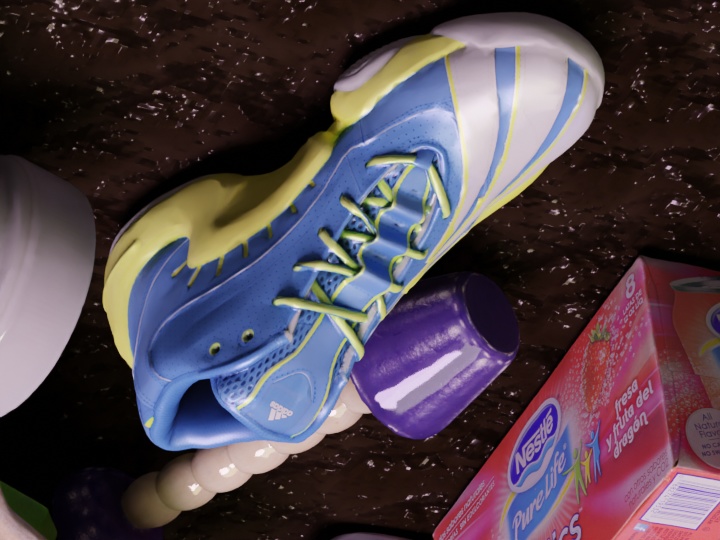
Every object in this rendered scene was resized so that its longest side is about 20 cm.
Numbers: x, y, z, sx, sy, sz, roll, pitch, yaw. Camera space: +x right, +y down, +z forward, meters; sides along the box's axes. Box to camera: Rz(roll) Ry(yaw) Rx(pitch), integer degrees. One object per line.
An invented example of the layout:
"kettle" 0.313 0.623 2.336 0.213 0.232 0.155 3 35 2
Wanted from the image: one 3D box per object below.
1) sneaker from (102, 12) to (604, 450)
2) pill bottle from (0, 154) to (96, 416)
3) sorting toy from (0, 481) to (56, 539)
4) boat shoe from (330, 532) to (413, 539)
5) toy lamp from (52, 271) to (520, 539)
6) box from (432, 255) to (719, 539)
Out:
"sneaker" 0.000 0.000 0.889 0.200 0.105 0.076 -31 135 31
"pill bottle" -0.184 -0.026 0.833 0.200 0.113 0.112 24 134 -33
"sorting toy" -0.152 0.103 1.015 0.185 0.037 0.200 11 151 35
"boat shoe" 0.061 0.159 1.139 0.199 0.074 0.065 19 143 -13
"toy lamp" -0.028 0.058 1.002 0.200 0.058 0.058 -31 135 30
"box" 0.112 0.095 1.031 0.102 0.095 0.200 10 140 -18
